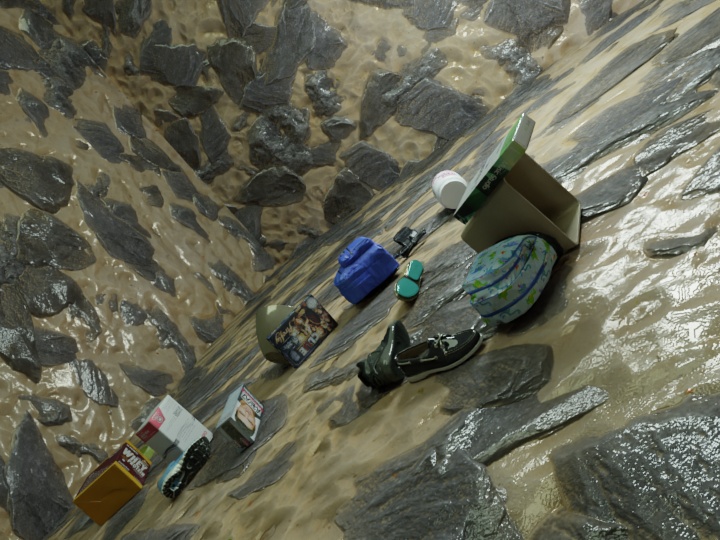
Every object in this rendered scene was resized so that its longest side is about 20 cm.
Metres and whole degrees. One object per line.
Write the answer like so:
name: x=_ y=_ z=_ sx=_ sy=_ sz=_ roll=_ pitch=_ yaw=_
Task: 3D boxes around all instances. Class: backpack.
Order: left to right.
backpack: x=0.000 y=0.000 z=2.002 sx=0.200 sy=0.168 sz=0.163 roll=-46 pitch=5 yaw=-2
backpack: x=0.277 y=0.015 z=1.162 sx=0.163 sy=0.154 sz=0.201 roll=-19 pitch=37 yaw=45

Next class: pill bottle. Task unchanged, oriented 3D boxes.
pill bottle: x=0.310 y=-0.276 z=2.109 sx=0.113 sy=0.113 sz=0.200 roll=-39 pitch=12 yaw=10

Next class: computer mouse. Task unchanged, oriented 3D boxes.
computer mouse: x=0.154 y=-0.087 z=2.123 sx=0.141 sy=0.046 sz=0.200 roll=-49 pitch=18 yaw=-10

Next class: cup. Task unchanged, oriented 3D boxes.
cup: x=-0.259 y=0.225 z=2.038 sx=0.200 sy=0.200 sz=0.144 roll=-30 pitch=45 yaw=44

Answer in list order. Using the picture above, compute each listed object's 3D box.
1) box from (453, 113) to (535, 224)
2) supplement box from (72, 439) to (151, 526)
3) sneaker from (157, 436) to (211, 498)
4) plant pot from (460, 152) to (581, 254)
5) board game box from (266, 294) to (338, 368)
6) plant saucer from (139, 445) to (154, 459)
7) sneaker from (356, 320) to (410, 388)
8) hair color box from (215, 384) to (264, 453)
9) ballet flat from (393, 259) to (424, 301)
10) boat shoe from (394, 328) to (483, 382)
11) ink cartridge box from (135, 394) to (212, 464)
box: x=0.263 y=-0.198 z=1.207 sx=0.200 sy=0.036 sz=0.145 roll=-57 pitch=1 yaw=40
supplement box: x=-0.883 y=0.756 z=2.205 sx=0.197 sy=0.133 sz=0.200 roll=-42 pitch=12 yaw=-1
sneaker: x=-0.529 y=0.570 z=1.820 sx=0.090 sy=0.079 sz=0.200 roll=-1 pitch=38 yaw=46
plant pot: x=0.330 y=-0.110 z=1.309 sx=0.177 sy=0.200 sz=0.200 roll=-47 pitch=7 yaw=37
board game box: x=-0.184 y=0.194 z=1.966 sx=0.200 sy=0.136 sz=0.035 roll=-47 pitch=13 yaw=-21
plant saucer: x=-0.900 y=0.770 z=2.463 sx=0.200 sy=0.031 sz=0.200 roll=-40 pitch=13 yaw=11
sneaker: x=0.049 y=0.189 z=1.377 sx=0.114 sy=0.076 sz=0.200 roll=-28 pitch=22 yaw=27
hair color box: x=-0.339 y=0.418 z=1.750 sx=0.061 sy=0.099 sz=0.200 roll=-39 pitch=12 yaw=10
ballet flat: x=0.130 y=0.043 z=1.696 sx=0.071 sy=0.071 sz=0.200 roll=-34 pitch=15 yaw=32
boat shoe: x=0.150 y=0.157 z=1.206 sx=0.200 sy=0.060 sz=0.074 roll=-32 pitch=15 yaw=41
ink cartridge box: x=-0.580 y=0.515 z=1.931 sx=0.085 sy=0.200 sz=0.146 roll=-42 pitch=10 yaw=22
